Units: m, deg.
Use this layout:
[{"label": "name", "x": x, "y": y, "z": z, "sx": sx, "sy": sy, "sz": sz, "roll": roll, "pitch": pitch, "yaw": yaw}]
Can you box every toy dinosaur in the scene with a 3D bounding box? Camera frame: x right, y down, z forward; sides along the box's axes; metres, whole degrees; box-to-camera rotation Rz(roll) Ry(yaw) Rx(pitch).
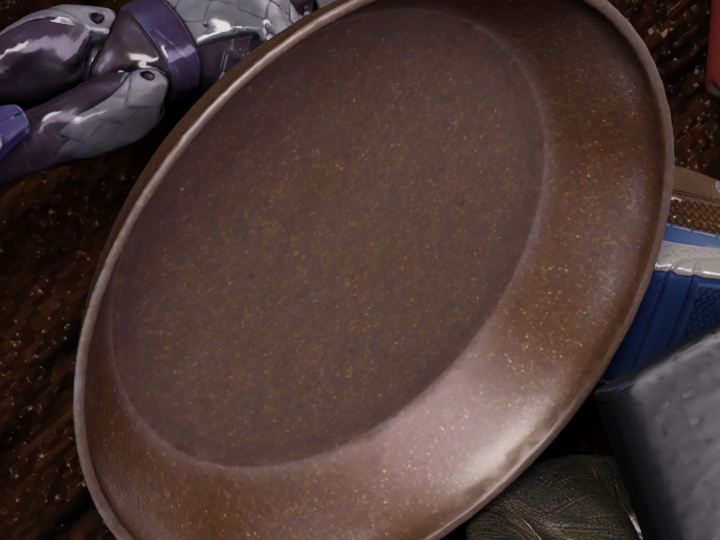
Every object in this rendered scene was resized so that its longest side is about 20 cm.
[{"label": "toy dinosaur", "x": 0.081, "y": 0.091, "z": 0.800, "sx": 0.199, "sy": 0.102, "sz": 0.077, "roll": -15, "pitch": 137, "yaw": -31}]

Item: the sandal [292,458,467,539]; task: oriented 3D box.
[{"label": "sandal", "x": 0.029, "y": 0.135, "z": 0.800, "sx": 0.202, "sy": 0.057, "sz": 0.080, "roll": 57, "pitch": 29, "yaw": 4}]

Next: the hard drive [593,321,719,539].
[{"label": "hard drive", "x": 0.176, "y": 0.050, "z": 0.722, "sx": 0.199, "sy": 0.042, "sz": 0.136, "roll": -21, "pitch": 68, "yaw": 7}]

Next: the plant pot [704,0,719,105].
[{"label": "plant pot", "x": 0.204, "y": -0.123, "z": 0.826, "sx": 0.199, "sy": 0.200, "sz": 0.179, "roll": 16, "pitch": 90, "yaw": -24}]

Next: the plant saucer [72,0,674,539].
[{"label": "plant saucer", "x": 0.000, "y": 0.000, "z": 0.709, "sx": 0.199, "sy": 0.037, "sz": 0.202, "roll": -22, "pitch": 131, "yaw": -27}]

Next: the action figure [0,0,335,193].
[{"label": "action figure", "x": -0.072, "y": -0.059, "z": 0.731, "sx": 0.199, "sy": 0.070, "sz": 0.130, "roll": -26, "pitch": 54, "yaw": -23}]

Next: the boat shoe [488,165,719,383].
[{"label": "boat shoe", "x": 0.062, "y": -0.009, "z": 0.809, "sx": 0.199, "sy": 0.073, "sz": 0.073, "roll": 20, "pitch": 123, "yaw": -4}]
